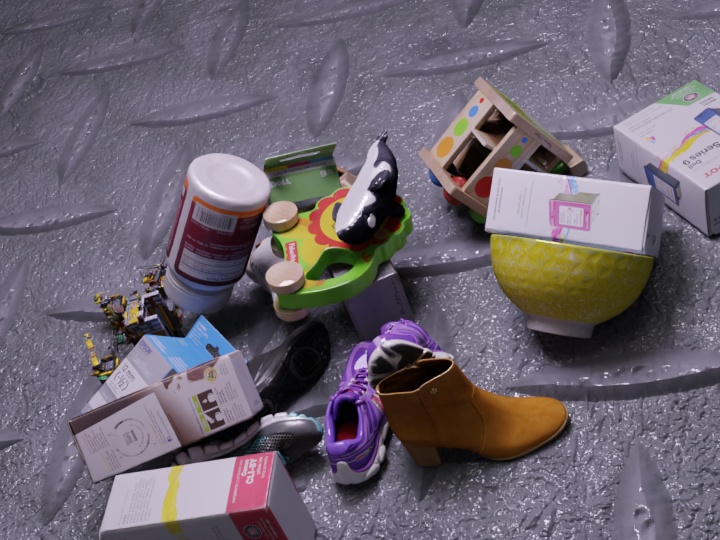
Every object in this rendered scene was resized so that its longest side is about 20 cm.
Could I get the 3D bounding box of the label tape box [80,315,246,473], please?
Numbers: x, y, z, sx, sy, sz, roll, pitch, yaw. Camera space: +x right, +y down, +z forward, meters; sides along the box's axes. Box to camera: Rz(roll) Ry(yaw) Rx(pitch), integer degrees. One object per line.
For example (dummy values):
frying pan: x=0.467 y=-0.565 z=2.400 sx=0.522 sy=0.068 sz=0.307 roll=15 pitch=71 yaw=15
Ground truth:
label tape box: x=-0.257 y=0.154 z=1.445 sx=0.200 sy=0.066 sz=0.143 roll=-52 pitch=43 yaw=0

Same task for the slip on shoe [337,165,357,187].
slip on shoe: x=-0.019 y=-0.116 z=1.682 sx=0.076 sy=0.061 sz=0.200 roll=-36 pitch=41 yaw=-15

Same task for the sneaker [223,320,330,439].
sneaker: x=-0.120 y=0.135 z=1.446 sx=0.090 sy=0.076 sz=0.200 roll=14 pitch=50 yaw=44

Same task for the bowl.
bowl: x=0.248 y=0.023 z=1.348 sx=0.199 sy=0.200 sz=0.108 roll=10 pitch=91 yaw=33

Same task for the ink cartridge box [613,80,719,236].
ink cartridge box: x=0.456 y=-0.153 z=1.481 sx=0.145 sy=0.088 sz=0.200 roll=-29 pitch=42 yaw=-8

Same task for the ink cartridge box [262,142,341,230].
ink cartridge box: x=-0.084 y=-0.114 z=1.568 sx=0.103 sy=0.200 sz=0.060 roll=-13 pitch=81 yaw=-10

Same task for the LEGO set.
LEGO set: x=-0.325 y=0.063 z=1.582 sx=0.153 sy=0.116 sz=0.201 roll=-12 pitch=40 yaw=13

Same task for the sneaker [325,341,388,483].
sneaker: x=0.001 y=0.158 z=1.341 sx=0.080 sy=0.084 sz=0.201 roll=-8 pitch=41 yaw=17

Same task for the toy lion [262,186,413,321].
toy lion: x=-0.025 y=-0.036 z=1.429 sx=0.190 sy=0.069 sz=0.201 roll=-10 pitch=40 yaw=2

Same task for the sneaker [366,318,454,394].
sneaker: x=0.043 y=0.097 z=1.321 sx=0.081 sy=0.200 sz=0.084 roll=-41 pitch=73 yaw=9

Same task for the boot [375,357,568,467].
boot: x=0.127 y=0.150 z=1.253 sx=0.200 sy=0.144 sz=0.071 roll=-16 pitch=41 yaw=8

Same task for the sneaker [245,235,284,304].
sneaker: x=-0.122 y=0.014 z=1.586 sx=0.084 sy=0.073 sz=0.200 roll=-19 pitch=28 yaw=8

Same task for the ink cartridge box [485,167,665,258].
ink cartridge box: x=0.275 y=-0.072 z=1.402 sx=0.199 sy=0.144 sz=0.085 roll=10 pitch=93 yaw=21

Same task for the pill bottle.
pill bottle: x=-0.199 y=-0.047 z=1.505 sx=0.113 sy=0.201 sz=0.114 roll=15 pitch=35 yaw=-11

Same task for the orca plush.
orca plush: x=0.022 y=-0.091 z=1.423 sx=0.105 sy=0.071 sz=0.200 roll=-41 pitch=20 yaw=24

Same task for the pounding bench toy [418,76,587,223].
pounding bench toy: x=0.207 y=-0.139 z=1.565 sx=0.156 sy=0.199 sz=0.124 roll=-51 pitch=35 yaw=15

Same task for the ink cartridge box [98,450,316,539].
ink cartridge box: x=-0.167 y=0.288 z=1.237 sx=0.199 sy=0.146 sz=0.084 roll=-11 pitch=40 yaw=14

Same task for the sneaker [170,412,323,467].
sneaker: x=-0.131 y=0.242 z=1.340 sx=0.199 sy=0.078 sz=0.092 roll=-25 pitch=48 yaw=9

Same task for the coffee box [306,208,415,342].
coffee box: x=0.000 y=0.000 z=1.505 sx=0.079 sy=0.113 sz=0.200 roll=-23 pitch=39 yaw=-2

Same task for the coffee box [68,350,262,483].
coffee box: x=-0.225 y=0.170 z=1.309 sx=0.199 sy=0.080 sz=0.113 roll=-23 pitch=-2 yaw=0
